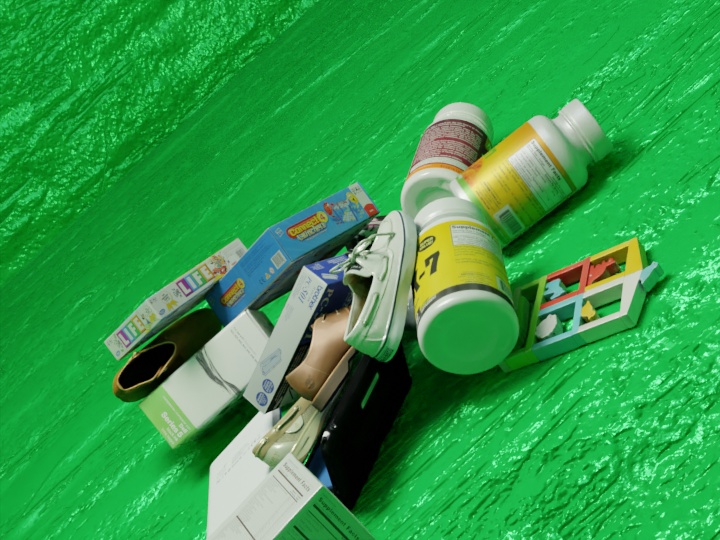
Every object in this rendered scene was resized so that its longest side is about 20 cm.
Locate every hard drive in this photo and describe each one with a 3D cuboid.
[{"bbox_3d":[-0.145,0.267,1.456,0.132,0.025,0.201,-47,20,15],"label":"hard drive"}]

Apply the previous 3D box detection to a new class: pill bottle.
[{"bbox_3d":[0.113,0.012,1.330,0.114,0.114,0.201,-32,33,20],"label":"pill bottle"},{"bbox_3d":[0.223,-0.128,1.496,0.199,0.111,0.111,-38,23,8],"label":"pill bottle"},{"bbox_3d":[0.132,-0.151,1.680,0.113,0.114,0.201,-25,28,33],"label":"pill bottle"}]

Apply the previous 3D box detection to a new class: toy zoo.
[{"bbox_3d":[0.247,0.034,1.284,0.199,0.021,0.132,-26,27,34],"label":"toy zoo"}]

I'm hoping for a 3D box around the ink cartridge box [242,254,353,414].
[{"bbox_3d":[-0.070,0.080,1.445,0.094,0.044,0.202,-18,-41,-56],"label":"ink cartridge box"}]

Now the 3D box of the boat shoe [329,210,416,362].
[{"bbox_3d":[0.008,0.005,1.320,0.075,0.085,0.204,-48,26,51],"label":"boat shoe"}]

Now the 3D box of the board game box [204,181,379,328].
[{"bbox_3d":[-0.096,-0.022,1.623,0.195,0.056,0.200,-32,-8,-45],"label":"board game box"}]

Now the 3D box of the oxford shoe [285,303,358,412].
[{"bbox_3d":[-0.017,0.066,1.381,0.201,0.071,0.071,-54,-8,-15],"label":"oxford shoe"}]

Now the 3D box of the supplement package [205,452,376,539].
[{"bbox_3d":[-0.093,0.313,1.207,0.200,0.110,0.114,-45,23,-9],"label":"supplement package"}]

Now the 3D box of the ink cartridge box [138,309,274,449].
[{"bbox_3d":[-0.199,0.152,1.632,0.199,0.084,0.145,-40,-5,2],"label":"ink cartridge box"}]

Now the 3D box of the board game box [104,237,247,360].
[{"bbox_3d":[-0.254,0.039,1.619,0.134,0.034,0.200,-39,0,42],"label":"board game box"}]

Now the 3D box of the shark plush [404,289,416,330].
[{"bbox_3d":[0.113,0.063,1.440,0.199,0.090,0.084,28,89,44],"label":"shark plush"}]

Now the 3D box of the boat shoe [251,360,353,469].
[{"bbox_3d":[-0.066,0.164,1.431,0.202,0.063,0.073,-61,-2,-38],"label":"boat shoe"}]

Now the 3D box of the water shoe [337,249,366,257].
[{"bbox_3d":[0.000,0.000,1.548,0.071,0.080,0.200,-27,26,1],"label":"water shoe"}]

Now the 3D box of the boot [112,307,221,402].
[{"bbox_3d":[-0.265,0.115,1.636,0.201,0.071,0.144,-41,0,-21],"label":"boot"}]

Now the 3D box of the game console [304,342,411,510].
[{"bbox_3d":[-0.028,0.174,1.357,0.115,0.177,0.201,8,46,24],"label":"game console"}]

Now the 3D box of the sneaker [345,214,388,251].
[{"bbox_3d":[0.041,-0.047,1.693,0.086,0.081,0.200,-35,27,-12],"label":"sneaker"}]
